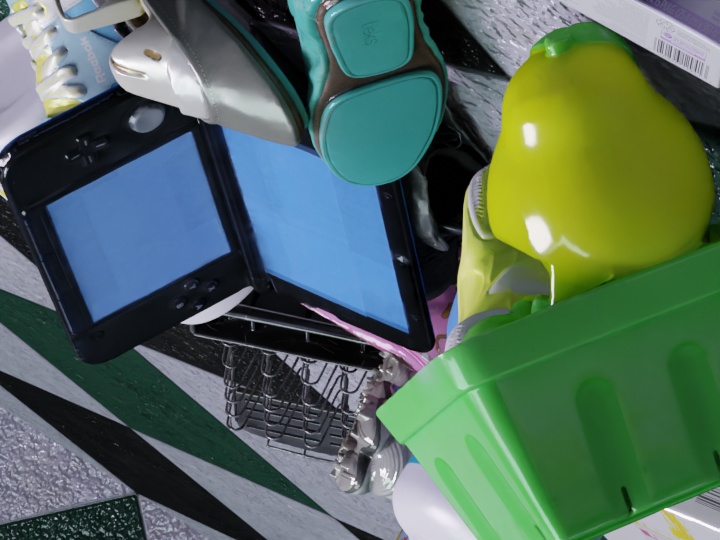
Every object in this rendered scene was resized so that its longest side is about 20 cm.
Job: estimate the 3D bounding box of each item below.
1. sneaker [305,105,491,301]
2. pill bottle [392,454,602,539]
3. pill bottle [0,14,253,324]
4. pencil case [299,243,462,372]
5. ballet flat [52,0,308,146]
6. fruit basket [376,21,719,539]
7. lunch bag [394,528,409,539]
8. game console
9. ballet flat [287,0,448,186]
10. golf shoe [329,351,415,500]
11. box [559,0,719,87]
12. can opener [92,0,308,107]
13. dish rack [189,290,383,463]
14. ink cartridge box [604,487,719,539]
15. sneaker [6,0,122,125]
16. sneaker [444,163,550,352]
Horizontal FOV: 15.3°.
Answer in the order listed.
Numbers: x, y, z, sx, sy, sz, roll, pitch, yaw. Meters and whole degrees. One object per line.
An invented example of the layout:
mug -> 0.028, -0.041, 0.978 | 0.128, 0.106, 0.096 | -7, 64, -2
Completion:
sneaker -> 0.032, -0.034, 1.391 | 0.104, 0.060, 0.200 | 26, 158, 38
pill bottle -> 0.091, 0.102, 1.445 | 0.111, 0.200, 0.111 | 30, 167, 8
pill bottle -> -0.145, -0.060, 1.602 | 0.114, 0.114, 0.200 | 16, 159, 50
pencil case -> 0.000, 0.000, 1.533 | 0.200, 0.087, 0.083 | 29, 180, 2
ballet flat -> -0.102, -0.117, 1.259 | 0.200, 0.064, 0.067 | 51, 166, 25
fruit basket -> 0.105, 0.003, 1.148 | 0.215, 0.216, 0.156 | 33, 161, -3
lunch bag -> 0.081, 0.138, 1.707 | 0.094, 0.151, 0.200 | 36, 167, -14
game console -> -0.071, -0.007, 1.383 | 0.118, 0.170, 0.200 | 56, 169, 33
ballet flat -> 0.002, -0.108, 1.208 | 0.067, 0.071, 0.200 | -13, 158, -2
golf shoe -> 0.047, 0.083, 1.594 | 0.097, 0.078, 0.200 | 21, -149, 0
box -> 0.060, -0.136, 1.006 | 0.200, 0.039, 0.041 | 30, 165, 12
can opener -> -0.068, -0.112, 1.410 | 0.200, 0.053, 0.067 | 43, -164, -39
dish rack -> -0.029, 0.079, 1.799 | 0.153, 0.055, 0.200 | 12, 144, 10
ink cartridge box -> 0.188, 0.084, 1.313 | 0.200, 0.129, 0.125 | 22, 164, 41
sneaker -> -0.159, -0.104, 1.434 | 0.200, 0.131, 0.080 | 37, 168, -15
sneaker -> 0.077, 0.045, 1.289 | 0.075, 0.200, 0.105 | 7, 136, 1
